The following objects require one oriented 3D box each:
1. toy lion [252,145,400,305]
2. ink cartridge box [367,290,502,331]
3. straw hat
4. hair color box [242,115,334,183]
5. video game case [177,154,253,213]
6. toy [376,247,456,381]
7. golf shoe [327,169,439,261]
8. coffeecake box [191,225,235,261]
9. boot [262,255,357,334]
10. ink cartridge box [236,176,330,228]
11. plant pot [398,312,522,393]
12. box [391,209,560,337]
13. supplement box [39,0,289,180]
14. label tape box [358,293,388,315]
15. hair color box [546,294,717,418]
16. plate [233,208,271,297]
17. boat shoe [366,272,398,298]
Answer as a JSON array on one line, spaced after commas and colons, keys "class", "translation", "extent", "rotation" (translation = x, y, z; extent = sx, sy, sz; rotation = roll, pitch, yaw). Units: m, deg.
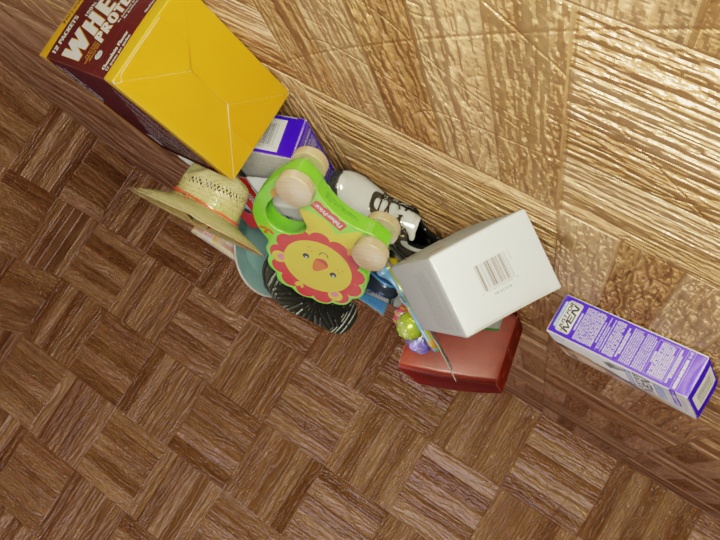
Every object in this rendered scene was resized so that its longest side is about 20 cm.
[{"class": "toy lion", "translation": [-0.059, -0.039, 0.935], "extent": [0.200, 0.069, 0.191], "rotation": [40, 137, -19]}, {"class": "ink cartridge box", "translation": [0.119, 0.027, 1.172], "extent": [0.146, 0.084, 0.199], "rotation": [8, -170, -38]}, {"class": "straw hat", "translation": [-0.197, -0.099, 0.957], "extent": [0.200, 0.086, 0.201], "rotation": [26, 176, 2]}, {"class": "hair color box", "translation": [-0.106, -0.150, 1.037], "extent": [0.108, 0.065, 0.200], "rotation": [14, 163, 17]}, {"class": "video game case", "translation": [-0.222, -0.198, 1.125], "extent": [0.182, 0.023, 0.201], "rotation": [39, -154, -46]}, {"class": "toy", "translation": [0.067, 0.064, 1.017], "extent": [0.201, 0.047, 0.115], "rotation": [63, -174, -4]}, {"class": "golf shoe", "translation": [0.040, -0.086, 1.049], "extent": [0.094, 0.078, 0.200], "rotation": [-4, 149, 47]}, {"class": "coffeecake box", "translation": [-0.175, -0.107, 1.271], "extent": [0.073, 0.201, 0.153], "rotation": [26, 171, 43]}, {"class": "boot", "translation": [-0.111, 0.016, 1.153], "extent": [0.158, 0.080, 0.211], "rotation": [35, 172, 47]}, {"class": "ink cartridge box", "translation": [-0.114, -0.073, 1.044], "extent": [0.198, 0.050, 0.161], "rotation": [7, 155, 21]}, {"class": "plant pot", "translation": [0.203, 0.133, 1.372], "extent": [0.175, 0.201, 0.200], "rotation": [16, 168, 20]}, {"class": "box", "translation": [0.129, 0.006, 0.866], "extent": [0.098, 0.124, 0.200], "rotation": [63, 171, -3]}, {"class": "supplement box", "translation": [-0.237, -0.239, 0.879], "extent": [0.199, 0.133, 0.197], "rotation": [26, 171, 41]}, {"class": "label tape box", "translation": [-0.005, -0.004, 1.296], "extent": [0.144, 0.201, 0.063], "rotation": [33, 130, -7]}, {"class": "hair color box", "translation": [0.360, 0.113, 0.962], "extent": [0.199, 0.065, 0.109], "rotation": [29, 174, 39]}, {"class": "plate", "translation": [-0.145, -0.054, 1.235], "extent": [0.025, 0.201, 0.200], "rotation": [11, 161, 39]}, {"class": "boat shoe", "translation": [0.000, 0.000, 1.147], "extent": [0.084, 0.069, 0.200], "rotation": [12, -160, -33]}]
